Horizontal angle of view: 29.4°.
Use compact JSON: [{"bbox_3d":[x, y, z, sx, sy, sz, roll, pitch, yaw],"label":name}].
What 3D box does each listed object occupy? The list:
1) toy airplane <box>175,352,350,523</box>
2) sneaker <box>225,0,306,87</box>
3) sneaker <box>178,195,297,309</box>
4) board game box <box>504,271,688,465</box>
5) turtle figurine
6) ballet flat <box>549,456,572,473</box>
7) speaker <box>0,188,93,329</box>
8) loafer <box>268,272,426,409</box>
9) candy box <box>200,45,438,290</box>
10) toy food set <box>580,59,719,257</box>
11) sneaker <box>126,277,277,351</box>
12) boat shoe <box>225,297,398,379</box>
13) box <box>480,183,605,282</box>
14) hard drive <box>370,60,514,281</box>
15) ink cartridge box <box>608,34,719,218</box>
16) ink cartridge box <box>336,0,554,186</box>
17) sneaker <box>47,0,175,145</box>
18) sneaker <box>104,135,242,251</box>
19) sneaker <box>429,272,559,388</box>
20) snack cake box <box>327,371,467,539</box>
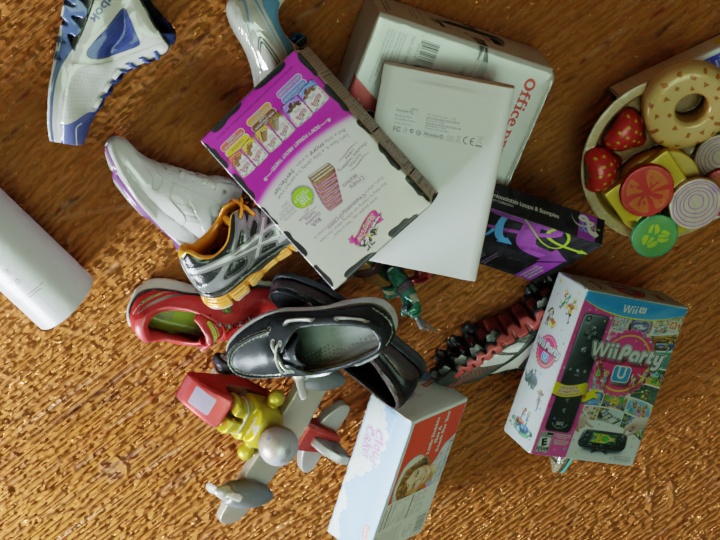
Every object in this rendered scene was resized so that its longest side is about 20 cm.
[{"bbox_3d":[-0.093,0.183,1.558,0.198,0.141,0.201,-17,114,-8],"label":"toy airplane"},{"bbox_3d":[-0.080,-0.198,1.410,0.072,0.072,0.201,-20,122,-8],"label":"sneaker"},{"bbox_3d":[-0.104,-0.050,1.424,0.200,0.078,0.077,-46,124,-6],"label":"sneaker"},{"bbox_3d":[0.268,0.114,1.562,0.147,0.064,0.201,10,104,-27],"label":"board game box"},{"bbox_3d":[0.000,0.000,1.511,0.149,0.101,0.200,-8,142,42],"label":"turtle figurine"},{"bbox_3d":[0.272,0.149,1.659,0.075,0.068,0.200,36,101,-2],"label":"ballet flat"},{"bbox_3d":[-0.375,-0.029,1.436,0.081,0.081,0.200,-38,117,10],"label":"speaker"},{"bbox_3d":[-0.018,0.077,1.491,0.200,0.063,0.072,34,150,-13],"label":"loafer"},{"bbox_3d":[-0.039,-0.102,1.354,0.136,0.061,0.200,-40,93,17],"label":"candy box"},{"bbox_3d":[0.339,-0.118,1.489,0.200,0.049,0.198,-37,116,10],"label":"toy food set"},{"bbox_3d":[-0.158,0.059,1.517,0.199,0.085,0.077,0,118,-9],"label":"sneaker"},{"bbox_3d":[-0.059,0.077,1.441,0.199,0.060,0.076,-20,107,21],"label":"boat shoe"},{"bbox_3d":[0.144,-0.047,1.496,0.199,0.036,0.143,18,157,-17],"label":"box"},{"bbox_3d":[0.071,-0.099,1.382,0.131,0.025,0.201,11,107,4],"label":"hard drive"},{"bbox_3d":[0.400,-0.159,1.529,0.199,0.047,0.198,-25,117,2],"label":"ink cartridge box"},{"bbox_3d":[0.079,-0.185,1.434,0.199,0.083,0.147,16,113,-17],"label":"ink cartridge box"},{"bbox_3d":[-0.246,-0.214,1.364,0.115,0.081,0.200,10,113,-12],"label":"sneaker"},{"bbox_3d":[-0.188,-0.083,1.457,0.100,0.075,0.200,-45,121,-2],"label":"sneaker"},{"bbox_3d":[0.179,0.090,1.599,0.200,0.071,0.098,-33,115,6],"label":"sneaker"},{"bbox_3d":[0.043,0.230,1.618,0.115,0.067,0.201,-14,128,-49],"label":"snack cake box"}]
